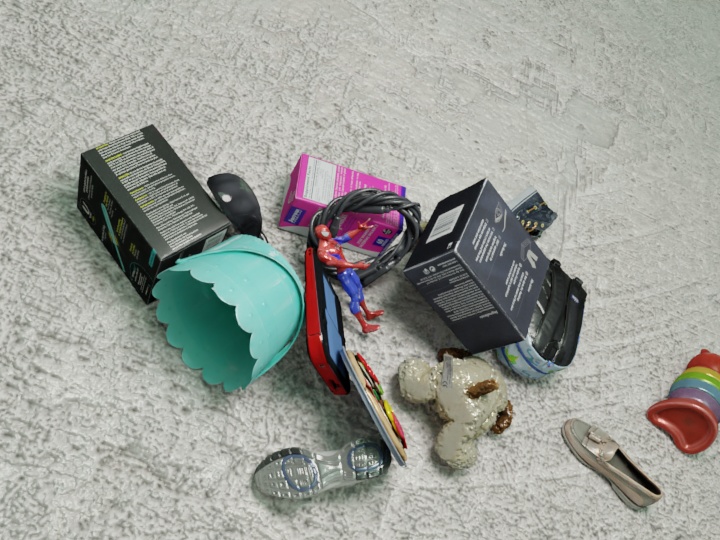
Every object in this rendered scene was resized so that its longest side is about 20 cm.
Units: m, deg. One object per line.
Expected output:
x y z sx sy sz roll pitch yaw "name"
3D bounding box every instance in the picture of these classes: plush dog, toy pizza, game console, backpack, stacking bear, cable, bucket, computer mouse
0.180 0.197 1.218 0.200 0.160 0.172 57 29 10 "plush dog"
0.027 0.197 1.105 0.032 0.200 0.201 -28 75 -3 "toy pizza"
-0.049 0.084 1.137 0.031 0.200 0.178 -7 62 8 "game console"
0.325 0.097 1.338 0.163 0.154 0.201 34 39 -25 "backpack"
0.657 0.235 1.436 0.121 0.114 0.200 44 49 3 "stacking bear"
0.010 -0.065 1.237 0.163 0.200 0.051 49 15 -24 "cable"
-0.184 0.055 1.079 0.207 0.207 0.135 45 49 4 "bucket"
-0.187 -0.104 1.165 0.053 0.200 0.139 -32 80 -3 "computer mouse"

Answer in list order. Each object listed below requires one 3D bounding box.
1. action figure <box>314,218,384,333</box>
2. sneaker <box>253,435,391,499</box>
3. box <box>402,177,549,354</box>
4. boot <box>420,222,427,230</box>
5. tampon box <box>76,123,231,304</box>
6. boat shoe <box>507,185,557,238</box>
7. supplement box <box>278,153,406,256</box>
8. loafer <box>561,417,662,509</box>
0.000 0.000 1.200 0.200 0.099 0.065 57 25 -24 "action figure"
-0.055 0.295 1.081 0.199 0.087 0.075 -5 66 -7 "sneaker"
0.196 -0.006 1.224 0.200 0.117 0.197 49 44 -18 "box"
0.168 0.015 1.342 0.199 0.073 0.156 32 51 -16 "boot"
-0.316 -0.085 1.119 0.126 0.150 0.200 -32 79 -34 "tampon box"
0.321 -0.094 1.477 0.091 0.071 0.200 45 51 9 "boat shoe"
-0.032 -0.112 1.301 0.199 0.101 0.104 17 56 -16 "supplement box"
0.445 0.331 1.303 0.200 0.063 0.072 46 53 4 "loafer"
